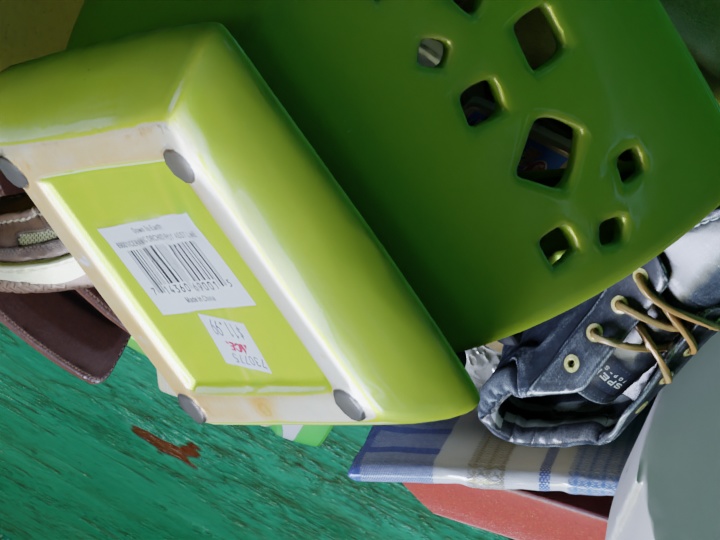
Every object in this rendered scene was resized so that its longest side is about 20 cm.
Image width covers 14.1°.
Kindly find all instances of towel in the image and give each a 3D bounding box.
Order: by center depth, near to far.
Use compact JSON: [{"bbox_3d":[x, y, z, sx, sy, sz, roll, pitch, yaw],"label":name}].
[{"bbox_3d":[0.103,0.089,1.429,0.199,0.024,0.147,3,-168,8],"label":"towel"}]

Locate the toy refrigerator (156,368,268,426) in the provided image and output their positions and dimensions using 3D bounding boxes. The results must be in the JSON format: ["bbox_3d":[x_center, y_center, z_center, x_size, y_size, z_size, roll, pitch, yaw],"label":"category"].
[{"bbox_3d":[-0.057,-0.037,1.331,0.076,0.070,0.201,16,119,40],"label":"toy refrigerator"}]

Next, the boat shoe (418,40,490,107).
[{"bbox_3d":[0.036,-0.050,1.343,0.073,0.063,0.201,22,162,25],"label":"boat shoe"}]

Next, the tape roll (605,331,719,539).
[{"bbox_3d":[0.214,0.109,1.271,0.202,0.203,0.139,27,165,7],"label":"tape roll"}]

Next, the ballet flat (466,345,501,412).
[{"bbox_3d":[0.000,0.000,1.409,0.200,0.072,0.072,53,160,-6],"label":"ballet flat"}]

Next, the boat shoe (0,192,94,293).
[{"bbox_3d":[-0.101,-0.038,1.273,0.201,0.075,0.075,-4,108,34],"label":"boat shoe"}]

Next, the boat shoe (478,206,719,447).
[{"bbox_3d":[0.122,0.016,1.191,0.071,0.091,0.200,31,152,-18],"label":"boat shoe"}]

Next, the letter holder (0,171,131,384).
[{"bbox_3d":[-0.132,-0.025,1.565,0.100,0.143,0.200,16,159,38],"label":"letter holder"}]

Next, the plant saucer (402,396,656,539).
[{"bbox_3d":[0.144,0.110,1.478,0.199,0.037,0.199,-9,-164,-42],"label":"plant saucer"}]

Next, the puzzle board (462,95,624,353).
[{"bbox_3d":[0.083,-0.008,1.300,0.150,0.017,0.200,26,154,-8],"label":"puzzle board"}]

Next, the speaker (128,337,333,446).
[{"bbox_3d":[-0.094,0.026,1.765,0.199,0.089,0.088,30,164,-2],"label":"speaker"}]

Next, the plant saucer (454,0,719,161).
[{"bbox_3d":[0.109,-0.083,1.177,0.199,0.031,0.200,27,163,9],"label":"plant saucer"}]

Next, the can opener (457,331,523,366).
[{"bbox_3d":[0.037,0.018,1.233,0.079,0.063,0.200,50,172,-6],"label":"can opener"}]

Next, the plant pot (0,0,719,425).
[{"bbox_3d":[-0.011,-0.053,1.098,0.199,0.181,0.200,55,153,-19],"label":"plant pot"}]

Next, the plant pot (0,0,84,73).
[{"bbox_3d":[-0.189,-0.147,1.230,0.199,0.195,0.195,24,166,-20],"label":"plant pot"}]
